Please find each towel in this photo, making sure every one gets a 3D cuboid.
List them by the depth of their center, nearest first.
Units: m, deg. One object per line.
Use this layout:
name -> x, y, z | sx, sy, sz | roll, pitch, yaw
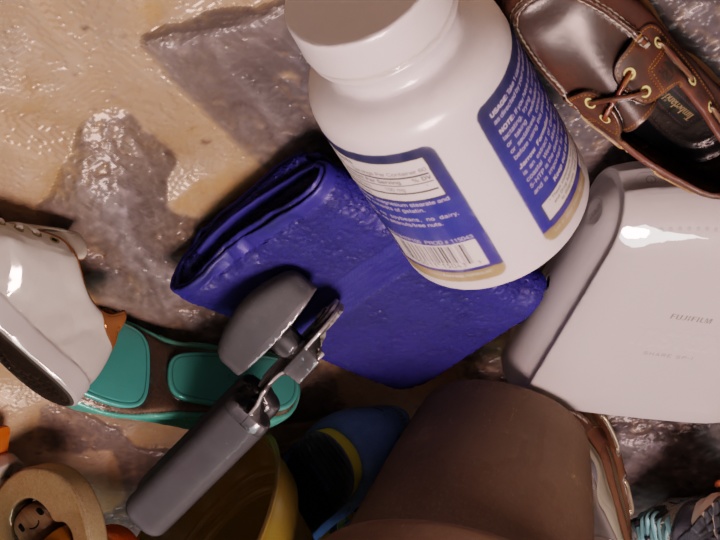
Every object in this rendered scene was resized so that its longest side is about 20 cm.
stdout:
towel -> 0.000, 0.000, 1.541 | 0.200, 0.050, 0.148 | 26, 135, -35

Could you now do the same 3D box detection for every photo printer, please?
photo printer -> 0.200, 0.010, 1.569 | 0.166, 0.070, 0.200 | 8, 137, -19

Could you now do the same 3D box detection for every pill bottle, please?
pill bottle -> 0.040, -0.092, 1.380 | 0.120, 0.120, 0.200 | -21, 135, 13

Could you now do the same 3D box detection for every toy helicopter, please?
toy helicopter -> -0.244, 0.182, 1.664 | 0.200, 0.132, 0.079 | -28, 175, 41

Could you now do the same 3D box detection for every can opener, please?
can opener -> -0.085, 0.078, 1.533 | 0.067, 0.053, 0.200 | 42, 113, -6

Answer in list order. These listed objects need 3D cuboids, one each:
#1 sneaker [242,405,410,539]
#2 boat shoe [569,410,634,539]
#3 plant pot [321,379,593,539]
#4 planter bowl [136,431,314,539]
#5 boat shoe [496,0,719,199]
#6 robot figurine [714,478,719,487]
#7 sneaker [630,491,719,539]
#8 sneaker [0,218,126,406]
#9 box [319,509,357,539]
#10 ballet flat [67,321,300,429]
sneaker -> -0.031, 0.148, 1.690 | 0.078, 0.066, 0.200 | -29, 171, -41
boat shoe -> 0.161, 0.163, 1.726 | 0.076, 0.072, 0.200 | 10, 138, 22
plant pot -> 0.074, 0.168, 1.573 | 0.200, 0.175, 0.200 | 13, 148, 8
planter bowl -> -0.084, 0.209, 1.621 | 0.083, 0.201, 0.200 | 34, 125, -21
boat shoe -> 0.157, -0.109, 1.424 | 0.200, 0.070, 0.070 | 30, 127, -35
robot figurine -> 0.320, 0.086, 1.642 | 0.117, 0.144, 0.200 | 29, 134, -17
sneaker -> 0.228, 0.195, 1.734 | 0.086, 0.078, 0.200 | -5, 175, 15
sneaker -> -0.221, -0.012, 1.481 | 0.073, 0.085, 0.200 | 3, 142, 53
box -> 0.024, 0.211, 1.790 | 0.200, 0.040, 0.137 | -36, 132, 28
ballet flat -> -0.139, 0.073, 1.584 | 0.200, 0.067, 0.070 | 12, 151, -20
